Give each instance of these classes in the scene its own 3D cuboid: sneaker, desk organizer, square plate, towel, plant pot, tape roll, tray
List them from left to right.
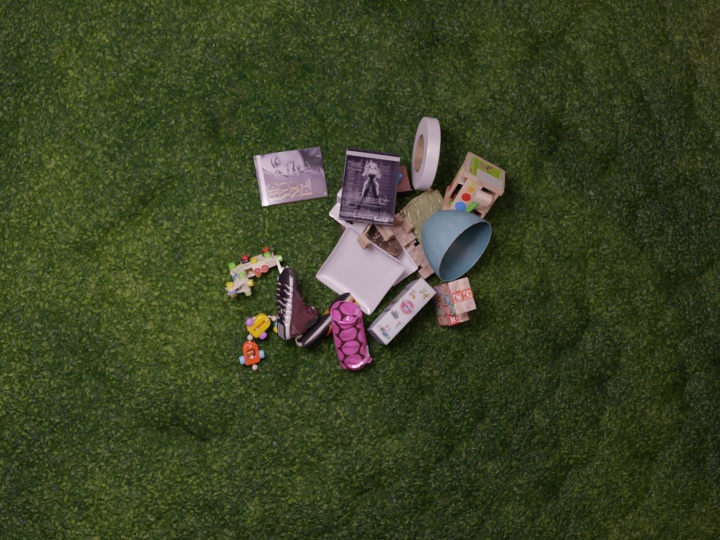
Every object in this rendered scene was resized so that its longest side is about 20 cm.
[{"bbox_3d":[-0.166,0.086,1.518,0.114,0.075,0.203,-5,110,-33],"label":"sneaker"},{"bbox_3d":[-0.076,0.159,1.575,0.200,0.070,0.090,-46,110,-13],"label":"sneaker"},{"bbox_3d":[0.000,0.000,1.580,0.197,0.029,0.201,35,118,-2],"label":"square plate"},{"bbox_3d":[0.028,-0.088,1.599,0.198,0.076,0.071,32,56,11],"label":"sneaker"},{"bbox_3d":[0.043,-0.246,1.630,0.197,0.072,0.078,-12,84,-9],"label":"desk organizer"},{"bbox_3d":[0.076,-0.064,1.622,0.107,0.022,0.201,-35,90,33],"label":"tray"},{"bbox_3d":[0.185,-0.333,1.592,0.036,0.203,0.207,5,84,-8],"label":"tape roll"},{"bbox_3d":[0.218,-0.134,1.652,0.148,0.036,0.201,-36,92,-19],"label":"towel"},{"bbox_3d":[0.248,-0.091,1.551,0.199,0.201,0.135,-39,58,-9],"label":"plant pot"}]

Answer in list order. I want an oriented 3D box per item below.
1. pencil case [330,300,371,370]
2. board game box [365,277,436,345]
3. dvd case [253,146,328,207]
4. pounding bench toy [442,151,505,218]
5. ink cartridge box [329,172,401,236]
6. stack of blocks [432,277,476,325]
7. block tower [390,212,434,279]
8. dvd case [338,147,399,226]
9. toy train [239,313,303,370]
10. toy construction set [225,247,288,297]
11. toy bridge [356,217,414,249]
[{"bbox_3d":[-0.025,0.179,1.528,0.092,0.202,0.091,7,43,21],"label":"pencil case"},{"bbox_3d":[0.110,0.116,1.568,0.064,0.148,0.200,44,82,-1],"label":"board game box"},{"bbox_3d":[-0.203,-0.275,1.627,0.197,0.016,0.151,-10,87,-8],"label":"dvd case"},{"bbox_3d":[0.315,-0.204,1.585,0.123,0.157,0.201,26,40,-4],"label":"pounding bench toy"},{"bbox_3d":[0.012,-0.212,1.549,0.115,0.068,0.201,35,78,5],"label":"ink cartridge box"},{"bbox_3d":[0.260,0.091,1.564,0.058,0.200,0.117,-16,86,-9],"label":"stack of blocks"},{"bbox_3d":[0.144,-0.068,1.636,0.057,0.054,0.201,-33,89,-10],"label":"block tower"},{"bbox_3d":[0.025,-0.227,1.502,0.146,0.016,0.204,7,78,-1],"label":"dvd case"},{"bbox_3d":[-0.257,0.182,1.565,0.197,0.056,0.153,-19,114,-19],"label":"toy train"},{"bbox_3d":[-0.279,0.007,1.539,0.197,0.132,0.093,-8,123,-17],"label":"toy construction set"},{"bbox_3d":[0.065,-0.116,1.549,0.198,0.027,0.068,-23,68,-38],"label":"toy bridge"}]
